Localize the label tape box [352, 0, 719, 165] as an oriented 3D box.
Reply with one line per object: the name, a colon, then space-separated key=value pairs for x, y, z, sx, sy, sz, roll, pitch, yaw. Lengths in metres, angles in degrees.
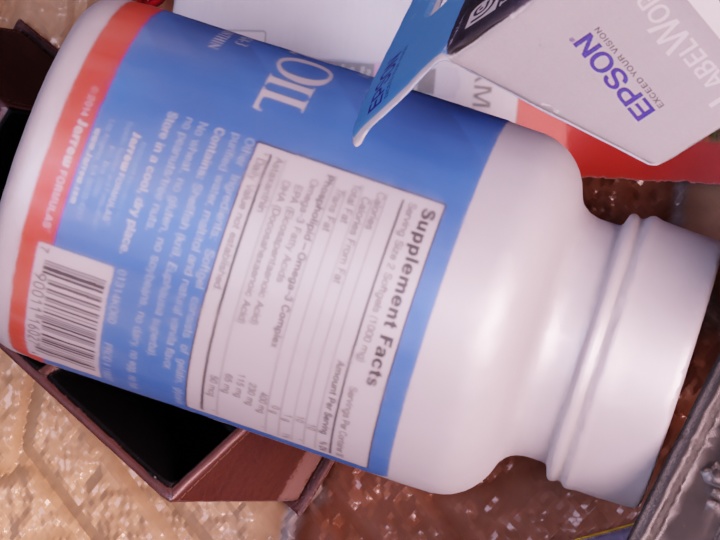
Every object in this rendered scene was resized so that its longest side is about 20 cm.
label tape box: x=0.101 y=-0.100 z=0.771 sx=0.200 sy=0.144 sz=0.066 roll=-35 pitch=107 yaw=33

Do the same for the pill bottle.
pill bottle: x=0.000 y=0.000 z=0.833 sx=0.199 sy=0.112 sz=0.113 roll=18 pitch=96 yaw=5

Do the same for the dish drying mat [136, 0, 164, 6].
dish drying mat: x=-0.070 y=-0.192 z=0.934 sx=0.077 sy=0.018 sz=0.201 roll=-41 pitch=51 yaw=50

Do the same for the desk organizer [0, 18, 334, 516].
desk organizer: x=-0.089 y=-0.007 z=0.935 sx=0.200 sy=0.077 sz=0.072 roll=39 pitch=106 yaw=28

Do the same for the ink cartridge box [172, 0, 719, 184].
ink cartridge box: x=0.034 y=-0.111 z=0.887 sx=0.199 sy=0.057 sz=0.164 roll=4 pitch=88 yaw=36

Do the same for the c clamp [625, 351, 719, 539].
c clamp: x=0.159 y=0.085 z=0.771 sx=0.170 sy=0.027 sz=0.201 roll=20 pitch=81 yaw=10

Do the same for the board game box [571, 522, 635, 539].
board game box: x=0.080 y=0.179 z=0.829 sx=0.165 sy=0.057 sz=0.201 roll=-18 pitch=77 yaw=31
